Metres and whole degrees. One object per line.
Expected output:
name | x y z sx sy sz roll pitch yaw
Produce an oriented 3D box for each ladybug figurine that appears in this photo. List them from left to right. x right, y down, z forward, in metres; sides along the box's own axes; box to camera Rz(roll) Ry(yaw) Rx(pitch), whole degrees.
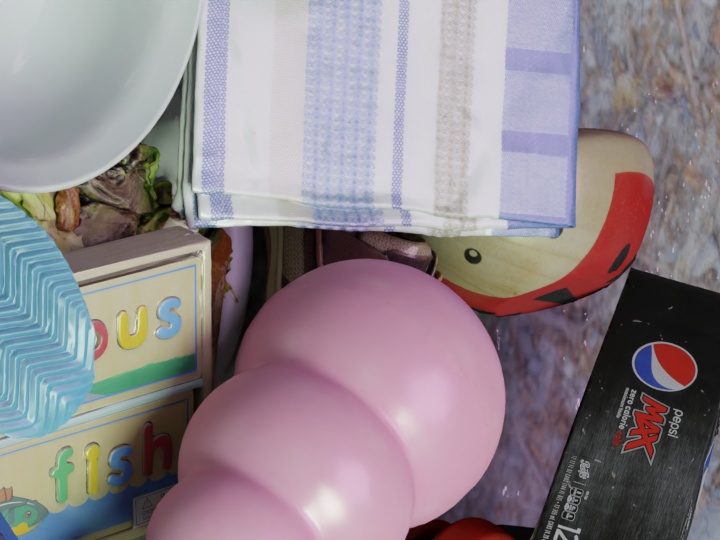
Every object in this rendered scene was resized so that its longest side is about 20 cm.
ladybug figurine | 0.090 -0.021 1.339 0.200 0.135 0.072 9 62 -73

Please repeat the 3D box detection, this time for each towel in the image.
towel | 0.011 -0.089 1.203 0.199 0.024 0.148 2 89 -23

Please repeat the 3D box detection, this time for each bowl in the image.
bowl | -0.161 -0.133 1.077 0.200 0.090 0.203 -4 95 -50

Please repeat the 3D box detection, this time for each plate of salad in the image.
plate of salad | -0.108 -0.007 1.183 0.199 0.048 0.202 -6 98 -50

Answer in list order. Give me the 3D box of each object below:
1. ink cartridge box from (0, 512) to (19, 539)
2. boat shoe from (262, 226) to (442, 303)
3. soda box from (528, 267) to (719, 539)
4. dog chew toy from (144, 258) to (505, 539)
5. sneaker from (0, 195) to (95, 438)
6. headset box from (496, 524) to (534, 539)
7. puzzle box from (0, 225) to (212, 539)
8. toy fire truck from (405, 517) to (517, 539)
ink cartridge box | -0.197 0.129 0.977 0.076 0.200 0.137 13 121 -50
boat shoe | 0.000 0.000 1.257 0.072 0.072 0.201 5 71 -50
soda box | 0.138 0.093 1.310 0.064 0.070 0.201 97 13 -46
dog chew toy | -0.021 0.085 1.139 0.200 0.124 0.125 -49 128 -40
sneaker | -0.183 -0.014 1.019 0.200 0.081 0.077 44 78 -15
headset box | 0.122 0.229 1.374 0.093 0.173 0.202 3 92 -58
puzzle box | -0.147 0.065 1.114 0.199 0.025 0.134 -16 115 -38
toy fire truck | -0.021 0.183 1.269 0.199 0.112 0.169 2 109 -49
